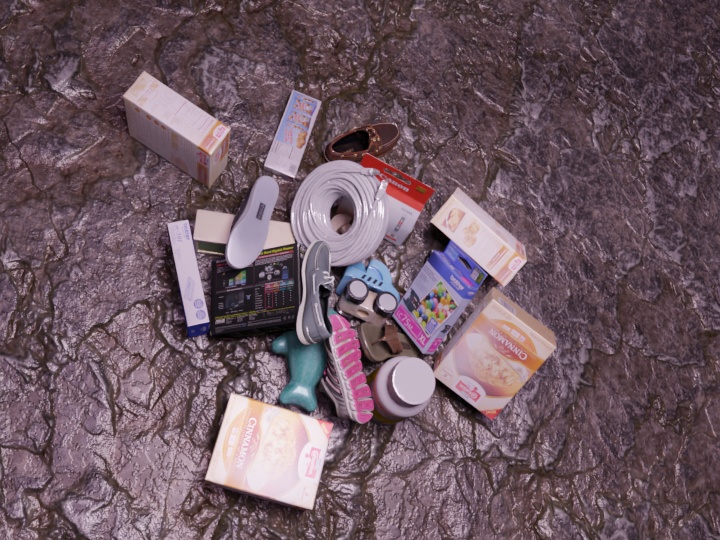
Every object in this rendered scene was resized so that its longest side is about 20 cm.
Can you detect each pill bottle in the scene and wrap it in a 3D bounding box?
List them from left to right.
[{"bbox_3d":[0.071,0.224,1.272,0.109,0.200,0.114,4,71,-13],"label":"pill bottle"}]

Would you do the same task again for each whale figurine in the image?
[{"bbox_3d":[-0.095,0.162,1.302,0.156,0.104,0.204,19,69,-8],"label":"whale figurine"}]

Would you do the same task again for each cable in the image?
[{"bbox_3d":[-0.039,-0.110,1.315,0.197,0.069,0.204,19,99,27],"label":"cable"}]

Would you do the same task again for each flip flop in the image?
[{"bbox_3d":[0.061,0.138,1.322,0.198,0.057,0.082,18,46,-49],"label":"flip flop"}]

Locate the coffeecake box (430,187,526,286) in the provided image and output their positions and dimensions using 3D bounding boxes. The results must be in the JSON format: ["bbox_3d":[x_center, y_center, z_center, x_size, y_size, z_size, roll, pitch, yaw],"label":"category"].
[{"bbox_3d":[0.251,-0.075,1.429,0.199,0.154,0.073,41,107,1],"label":"coffeecake box"}]

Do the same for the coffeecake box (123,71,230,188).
[{"bbox_3d":[-0.362,-0.275,1.350,0.198,0.154,0.074,34,67,-2],"label":"coffeecake box"}]

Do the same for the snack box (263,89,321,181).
[{"bbox_3d":[-0.147,-0.297,1.484,0.071,0.024,0.204,20,68,-7],"label":"snack box"}]

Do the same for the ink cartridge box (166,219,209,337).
[{"bbox_3d":[-0.328,0.017,1.295,0.043,0.094,0.204,-11,75,-16],"label":"ink cartridge box"}]

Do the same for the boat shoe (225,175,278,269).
[{"bbox_3d":[-0.215,-0.089,1.295,0.069,0.066,0.204,28,62,-28],"label":"boat shoe"}]

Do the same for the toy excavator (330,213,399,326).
[{"bbox_3d":[0.000,0.000,1.399,0.191,0.100,0.202,24,54,-5],"label":"toy excavator"}]

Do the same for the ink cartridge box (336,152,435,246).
[{"bbox_3d":[0.047,-0.138,1.387,0.160,0.200,0.051,28,67,-4],"label":"ink cartridge box"}]

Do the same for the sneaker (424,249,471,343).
[{"bbox_3d":[0.197,0.056,1.429,0.113,0.076,0.205,5,68,-11],"label":"sneaker"}]

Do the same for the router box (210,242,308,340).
[{"bbox_3d":[-0.189,0.042,1.289,0.196,0.062,0.153,-9,72,19],"label":"router box"}]

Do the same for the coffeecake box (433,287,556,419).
[{"bbox_3d":[0.260,0.165,1.337,0.152,0.073,0.201,35,112,0],"label":"coffeecake box"}]

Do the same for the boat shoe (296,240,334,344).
[{"bbox_3d":[-0.068,0.035,1.229,0.073,0.061,0.204,40,48,-48],"label":"boat shoe"}]

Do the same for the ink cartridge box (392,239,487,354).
[{"bbox_3d":[0.153,0.051,1.347,0.042,0.202,0.120,11,29,-47],"label":"ink cartridge box"}]

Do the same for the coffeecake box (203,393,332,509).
[{"bbox_3d":[-0.166,0.331,1.236,0.196,0.073,0.156,18,67,-9],"label":"coffeecake box"}]

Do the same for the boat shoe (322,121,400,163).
[{"bbox_3d":[0.010,-0.282,1.497,0.198,0.070,0.071,-29,80,-23],"label":"boat shoe"}]

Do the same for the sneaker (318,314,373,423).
[{"bbox_3d":[-0.042,0.185,1.252,0.073,0.086,0.204,-17,91,-52],"label":"sneaker"}]

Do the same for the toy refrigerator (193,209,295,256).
[{"bbox_3d":[-0.232,-0.061,1.356,0.196,0.076,0.071,8,70,-13],"label":"toy refrigerator"}]
